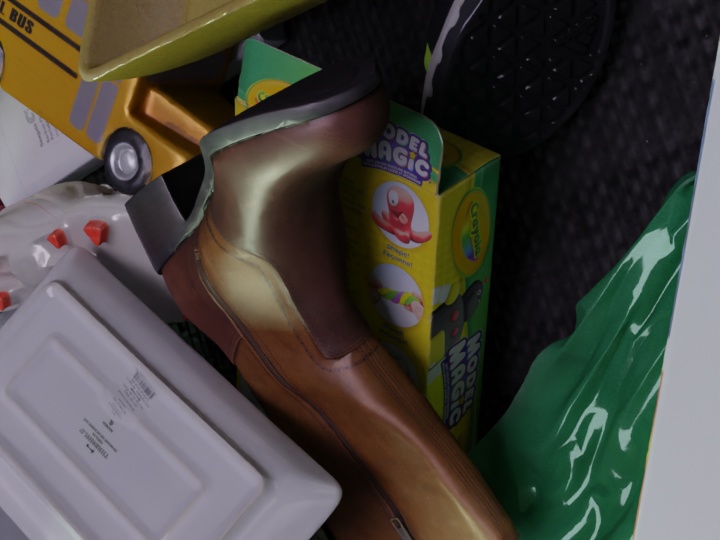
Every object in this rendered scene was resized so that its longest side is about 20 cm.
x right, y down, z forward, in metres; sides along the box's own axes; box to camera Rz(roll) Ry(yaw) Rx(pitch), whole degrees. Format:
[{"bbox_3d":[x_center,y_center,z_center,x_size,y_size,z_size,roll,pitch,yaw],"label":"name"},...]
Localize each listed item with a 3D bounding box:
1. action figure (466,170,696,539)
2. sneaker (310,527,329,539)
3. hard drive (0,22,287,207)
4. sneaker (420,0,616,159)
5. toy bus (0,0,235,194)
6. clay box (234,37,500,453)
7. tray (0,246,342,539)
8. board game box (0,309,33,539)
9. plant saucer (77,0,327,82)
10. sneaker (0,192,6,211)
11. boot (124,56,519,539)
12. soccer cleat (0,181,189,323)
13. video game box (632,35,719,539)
[{"bbox_3d":[0.127,0.032,0.756,0.118,0.055,0.201,36,109,30],"label":"action figure"},{"bbox_3d":[-0.025,0.172,0.891,0.106,0.074,0.201,-127,18,-69],"label":"sneaker"},{"bbox_3d":[-0.133,-0.130,0.952,0.199,0.027,0.133,-29,79,37],"label":"hard drive"},{"bbox_3d":[0.070,-0.143,0.784,0.083,0.071,0.201,-117,40,-57],"label":"sneaker"},{"bbox_3d":[-0.127,-0.106,0.893,0.200,0.065,0.079,35,114,29],"label":"toy bus"},{"bbox_3d":[0.000,0.000,0.816,0.115,0.047,0.201,28,130,32],"label":"clay box"},{"bbox_3d":[-0.105,0.074,0.798,0.107,0.022,0.200,-48,54,-5],"label":"tray"},{"bbox_3d":[-0.170,0.093,0.887,0.200,0.199,0.026,35,155,53],"label":"board game box"},{"bbox_3d":[-0.025,-0.182,0.806,0.199,0.048,0.201,-19,53,36],"label":"plant saucer"},{"bbox_3d":[-0.236,0.015,1.021,0.075,0.080,0.202,-176,89,-67],"label":"sneaker"},{"bbox_3d":[-0.003,0.030,0.747,0.188,0.068,0.201,-30,91,50],"label":"boot"},{"bbox_3d":[-0.124,-0.015,0.918,0.199,0.078,0.070,-1,121,41],"label":"soccer cleat"},{"bbox_3d":[0.166,0.010,0.643,0.047,0.182,0.202,18,106,38],"label":"video game box"}]
